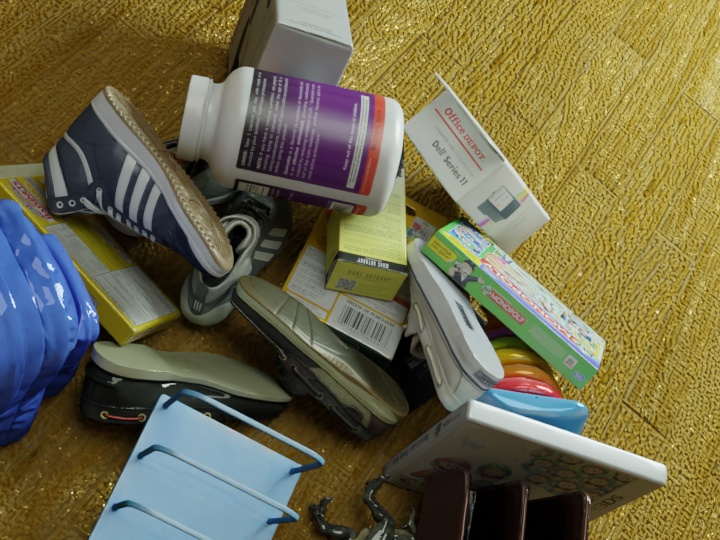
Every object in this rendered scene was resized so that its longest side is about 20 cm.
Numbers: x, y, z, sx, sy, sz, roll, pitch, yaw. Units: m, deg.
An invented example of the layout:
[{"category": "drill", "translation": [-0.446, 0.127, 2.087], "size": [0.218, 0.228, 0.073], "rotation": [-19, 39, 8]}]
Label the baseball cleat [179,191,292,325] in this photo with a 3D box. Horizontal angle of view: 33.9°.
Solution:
[{"category": "baseball cleat", "translation": [-0.106, -0.036, 1.136], "size": [0.069, 0.107, 0.201], "rotation": [26, 51, -4]}]

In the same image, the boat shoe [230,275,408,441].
[{"category": "boat shoe", "translation": [-0.047, 0.087, 1.088], "size": [0.200, 0.066, 0.072], "rotation": [39, 17, -11]}]

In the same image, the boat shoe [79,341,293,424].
[{"category": "boat shoe", "translation": [-0.154, 0.110, 1.056], "size": [0.200, 0.064, 0.074], "rotation": [11, 15, -34]}]

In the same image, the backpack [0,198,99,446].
[{"category": "backpack", "translation": [-0.299, 0.035, 0.937], "size": [0.167, 0.200, 0.163], "rotation": [-25, 73, -35]}]

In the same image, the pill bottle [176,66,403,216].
[{"category": "pill bottle", "translation": [-0.065, -0.122, 1.091], "size": [0.198, 0.113, 0.113], "rotation": [12, 56, -8]}]

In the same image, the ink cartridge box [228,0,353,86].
[{"category": "ink cartridge box", "translation": [-0.077, -0.230, 1.210], "size": [0.083, 0.146, 0.201], "rotation": [15, 36, -17]}]

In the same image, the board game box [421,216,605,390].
[{"category": "board game box", "translation": [0.156, 0.028, 1.172], "size": [0.200, 0.029, 0.135], "rotation": [42, 15, 5]}]

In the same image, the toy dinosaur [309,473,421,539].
[{"category": "toy dinosaur", "translation": [0.003, 0.239, 1.064], "size": [0.198, 0.047, 0.089], "rotation": [-13, 74, -29]}]

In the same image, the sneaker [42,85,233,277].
[{"category": "sneaker", "translation": [-0.204, -0.054, 1.053], "size": [0.201, 0.108, 0.070], "rotation": [53, 10, 10]}]

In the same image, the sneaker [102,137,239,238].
[{"category": "sneaker", "translation": [-0.163, -0.102, 1.166], "size": [0.074, 0.079, 0.200], "rotation": [46, 50, 9]}]

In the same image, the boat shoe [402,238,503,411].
[{"category": "boat shoe", "translation": [0.070, 0.051, 1.116], "size": [0.071, 0.070, 0.201], "rotation": [31, 24, -39]}]

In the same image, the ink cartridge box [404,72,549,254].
[{"category": "ink cartridge box", "translation": [0.116, -0.108, 1.232], "size": [0.118, 0.067, 0.200], "rotation": [57, 10, 31]}]

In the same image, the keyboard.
[{"category": "keyboard", "translation": [0.074, 0.112, 1.192], "size": [0.199, 0.021, 0.127], "rotation": [-30, 73, -35]}]

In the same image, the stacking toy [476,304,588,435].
[{"category": "stacking toy", "translation": [0.145, 0.097, 1.168], "size": [0.115, 0.110, 0.201], "rotation": [9, 42, -10]}]

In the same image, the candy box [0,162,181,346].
[{"category": "candy box", "translation": [-0.254, -0.019, 1.071], "size": [0.200, 0.026, 0.102], "rotation": [47, 18, 6]}]

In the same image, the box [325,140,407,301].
[{"category": "box", "translation": [0.005, -0.070, 1.181], "size": [0.075, 0.050, 0.202], "rotation": [11, 54, -16]}]

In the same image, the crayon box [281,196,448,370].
[{"category": "crayon box", "translation": [0.000, 0.000, 1.194], "size": [0.125, 0.052, 0.201], "rotation": [28, 50, -3]}]

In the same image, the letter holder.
[{"category": "letter holder", "translation": [0.110, 0.278, 1.000], "size": [0.100, 0.142, 0.202], "rotation": [20, 69, -17]}]

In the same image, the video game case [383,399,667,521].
[{"category": "video game case", "translation": [0.145, 0.185, 1.078], "size": [0.198, 0.182, 0.024], "rotation": [20, 58, -14]}]

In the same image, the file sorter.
[{"category": "file sorter", "translation": [-0.133, 0.211, 0.927], "size": [0.138, 0.123, 0.201], "rotation": [28, 71, -10]}]
